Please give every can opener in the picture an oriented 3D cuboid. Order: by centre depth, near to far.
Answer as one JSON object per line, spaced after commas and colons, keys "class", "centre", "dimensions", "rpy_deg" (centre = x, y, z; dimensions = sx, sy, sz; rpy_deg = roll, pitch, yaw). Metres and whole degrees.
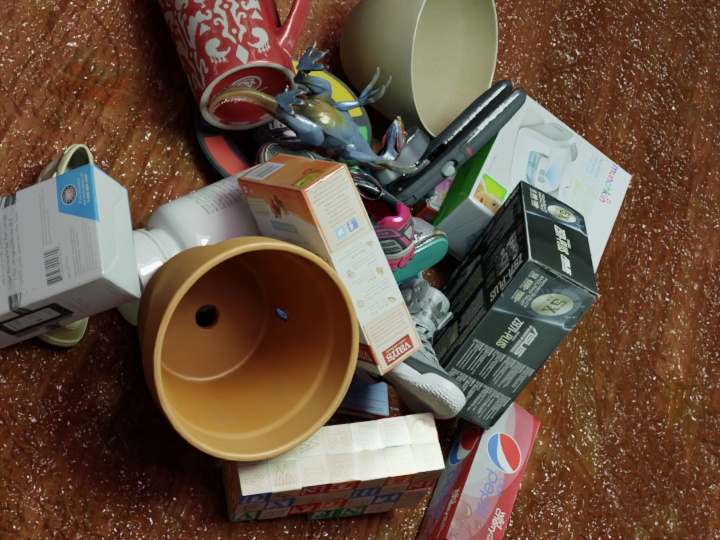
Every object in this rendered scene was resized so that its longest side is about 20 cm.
{"class": "can opener", "centre": [0.105, -0.142, 1.688], "dimensions": [0.199, 0.079, 0.063], "rpy_deg": [-35, 50, -6]}

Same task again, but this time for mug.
{"class": "mug", "centre": [-0.133, -0.273, 1.609], "dimensions": [0.133, 0.178, 0.201], "rpy_deg": [9, 50, -38]}

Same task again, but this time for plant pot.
{"class": "plant pot", "centre": [-0.119, 0.059, 1.392], "dimensions": [0.199, 0.140, 0.202], "rpy_deg": [-7, 106, -26]}
{"class": "plant pot", "centre": [0.056, -0.259, 1.762], "dimensions": [0.200, 0.134, 0.202], "rpy_deg": [-24, 119, -53]}

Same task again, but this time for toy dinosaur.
{"class": "toy dinosaur", "centre": [-0.028, -0.161, 1.592], "dimensions": [0.182, 0.199, 0.106], "rpy_deg": [54, 47, -58]}

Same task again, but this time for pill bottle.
{"class": "pill bottle", "centre": [-0.152, -0.023, 1.506], "dimensions": [0.199, 0.114, 0.115], "rpy_deg": [-26, 80, -31]}

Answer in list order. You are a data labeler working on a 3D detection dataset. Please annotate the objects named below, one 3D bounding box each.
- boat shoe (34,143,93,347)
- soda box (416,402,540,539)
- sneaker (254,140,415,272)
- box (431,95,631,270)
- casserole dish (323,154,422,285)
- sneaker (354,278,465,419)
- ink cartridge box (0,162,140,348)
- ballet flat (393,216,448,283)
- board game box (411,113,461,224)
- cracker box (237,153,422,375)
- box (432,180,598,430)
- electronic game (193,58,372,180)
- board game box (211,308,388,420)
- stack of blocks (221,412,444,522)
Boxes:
{"class": "boat shoe", "centre": [-0.284, -0.025, 1.456], "dimensions": [0.073, 0.063, 0.202], "rpy_deg": [16, 56, -26]}
{"class": "soda box", "centre": [0.123, 0.227, 1.581], "dimensions": [0.063, 0.070, 0.201], "rpy_deg": [37, 49, -14]}
{"class": "sneaker", "centre": [-0.023, -0.082, 1.558], "dimensions": [0.199, 0.075, 0.081], "rpy_deg": [31, 60, 20]}
{"class": "box", "centre": [0.196, -0.073, 1.738], "dimensions": [0.176, 0.097, 0.200], "rpy_deg": [36, 49, -8]}
{"class": "casserole dish", "centre": [0.000, -0.039, 1.676], "dimensions": [0.121, 0.039, 0.201], "rpy_deg": [3, 63, -33]}
{"class": "sneaker", "centre": [0.058, 0.071, 1.512], "dimensions": [0.114, 0.200, 0.076], "rpy_deg": [-47, 124, -13]}
{"class": "ink cartridge box", "centre": [-0.308, -0.005, 1.383], "dimensions": [0.068, 0.199, 0.117], "rpy_deg": [40, 35, -59]}
{"class": "ballet flat", "centre": [0.000, 0.000, 1.591], "dimensions": [0.200, 0.072, 0.072], "rpy_deg": [-30, 82, -27]}
{"class": "board game box", "centre": [0.165, -0.076, 1.808], "dimensions": [0.199, 0.040, 0.154], "rpy_deg": [30, 51, -16]}
{"class": "cracker box", "centre": [-0.030, -0.007, 1.441], "dimensions": [0.058, 0.134, 0.201], "rpy_deg": [-33, 113, -23]}
{"class": "box", "centre": [0.152, 0.035, 1.581], "dimensions": [0.086, 0.200, 0.164], "rpy_deg": [28, 28, -14]}
{"class": "electronic game", "centre": [-0.084, -0.154, 1.653], "dimensions": [0.199, 0.042, 0.201], "rpy_deg": [7, 57, -11]}
{"class": "board game box", "centre": [-0.062, 0.092, 1.569], "dimensions": [0.199, 0.019, 0.104], "rpy_deg": [13, 59, -28]}
{"class": "stack of blocks", "centre": [-0.031, 0.196, 1.463], "dimensions": [0.199, 0.115, 0.059], "rpy_deg": [-5, 65, -16]}
